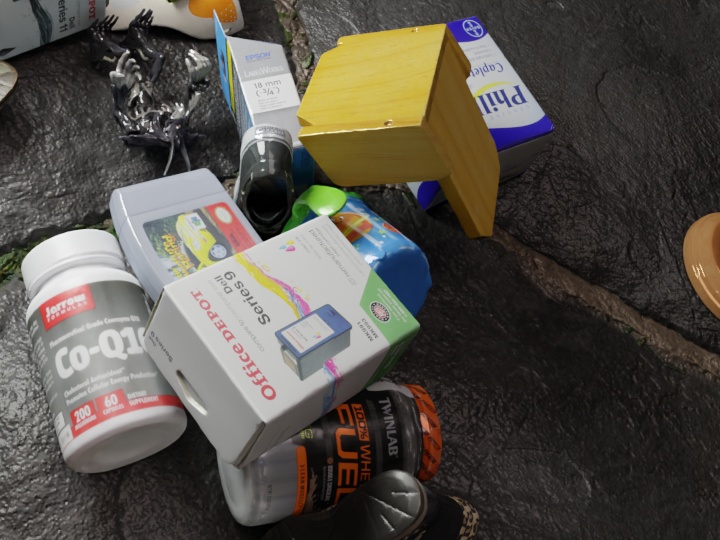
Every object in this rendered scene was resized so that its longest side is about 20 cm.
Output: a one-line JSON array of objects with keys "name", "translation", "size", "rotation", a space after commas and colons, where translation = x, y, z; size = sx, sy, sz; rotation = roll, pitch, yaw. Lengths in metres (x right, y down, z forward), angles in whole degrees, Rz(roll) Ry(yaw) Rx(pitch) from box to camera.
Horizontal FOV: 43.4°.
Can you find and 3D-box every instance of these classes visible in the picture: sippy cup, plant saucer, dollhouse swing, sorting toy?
[{"name": "sippy cup", "translation": [0.000, 0.000, 0.938], "size": [0.176, 0.142, 0.130], "rotation": [16, 9, -43]}, {"name": "plant saucer", "translation": [0.545, 0.001, 1.263], "size": [0.197, 0.038, 0.203], "rotation": [10, 57, -16]}, {"name": "dollhouse swing", "translation": [0.049, -0.138, 0.989], "size": [0.179, 0.177, 0.202], "rotation": [-3, 42, 17]}, {"name": "sorting toy", "translation": [-0.267, -0.379, 1.133], "size": [0.178, 0.107, 0.202], "rotation": [-24, 70, -12]}]

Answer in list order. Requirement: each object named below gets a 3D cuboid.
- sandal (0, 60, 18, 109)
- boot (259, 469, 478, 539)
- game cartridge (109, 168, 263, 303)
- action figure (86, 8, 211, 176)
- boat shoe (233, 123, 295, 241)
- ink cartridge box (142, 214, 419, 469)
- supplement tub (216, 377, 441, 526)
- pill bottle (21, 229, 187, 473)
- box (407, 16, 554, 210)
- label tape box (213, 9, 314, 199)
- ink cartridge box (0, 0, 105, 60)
[{"name": "sandal", "translation": [-0.430, -0.140, 0.933], "size": [0.081, 0.055, 0.202], "rotation": [25, 68, 1]}, {"name": "boot", "translation": [0.006, 0.255, 0.837], "size": [0.150, 0.199, 0.074], "rotation": [29, 30, -52]}, {"name": "game cartridge", "translation": [-0.155, -0.011, 0.888], "size": [0.132, 0.041, 0.201], "rotation": [-23, 68, -40]}, {"name": "action figure", "translation": [-0.236, -0.208, 1.023], "size": [0.118, 0.102, 0.202], "rotation": [-14, 64, -41]}, {"name": "boat shoe", "translation": [-0.099, -0.072, 0.936], "size": [0.067, 0.201, 0.057], "rotation": [-1, 64, -6]}, {"name": "ink cartridge box", "translation": [-0.067, 0.056, 0.795], "size": [0.199, 0.088, 0.146], "rotation": [-27, 70, -40]}, {"name": "supplement tub", "translation": [-0.030, 0.167, 0.865], "size": [0.197, 0.123, 0.124], "rotation": [-4, 62, -24]}, {"name": "pill bottle", "translation": [-0.243, 0.072, 0.839], "size": [0.112, 0.114, 0.202], "rotation": [-13, 66, -28]}, {"name": "box", "translation": [0.118, -0.207, 1.167], "size": [0.182, 0.105, 0.202], "rotation": [-21, 71, -31]}, {"name": "label tape box", "translation": [-0.108, -0.178, 1.025], "size": [0.062, 0.145, 0.203], "rotation": [-14, 66, -12]}, {"name": "ink cartridge box", "translation": [-0.382, -0.316, 0.987], "size": [0.199, 0.147, 0.083], "rotation": [-32, 75, -27]}]
